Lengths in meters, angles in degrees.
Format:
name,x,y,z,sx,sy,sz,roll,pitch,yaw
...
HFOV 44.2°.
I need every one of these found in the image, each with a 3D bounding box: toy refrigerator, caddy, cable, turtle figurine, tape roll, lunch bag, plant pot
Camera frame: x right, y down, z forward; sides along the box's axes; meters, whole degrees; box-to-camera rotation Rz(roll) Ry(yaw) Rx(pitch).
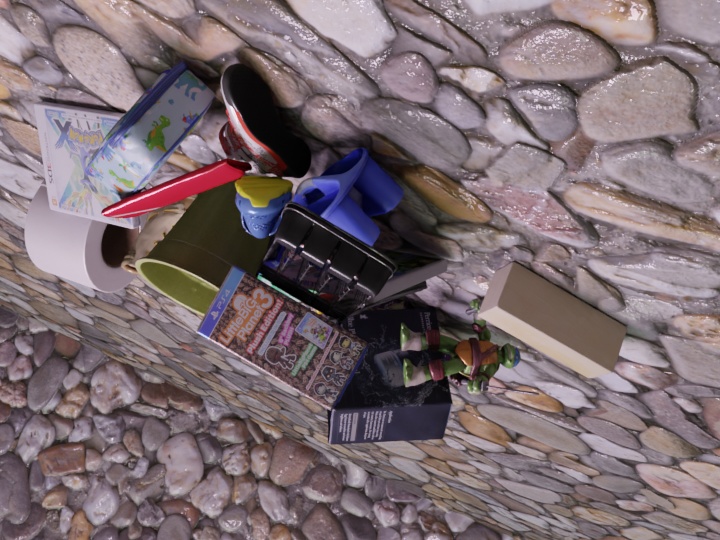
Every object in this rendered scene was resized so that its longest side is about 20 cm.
name,x,y,z,sx,sy,sz,roll,pitch,yaw
toy refrigerator,0.276,0.074,1.278,0.199,0.076,0.070,29,159,-10
caddy,-0.036,-0.083,1.161,0.105,0.142,0.200,38,156,-16
cable,0.007,0.033,1.319,0.097,0.198,0.051,131,119,-78
turtle figurine,0.162,0.116,1.374,0.192,0.146,0.200,-3,180,-2
tape roll,-0.486,-0.075,1.608,0.138,0.204,0.203,16,157,21
lunch bag,-0.279,-0.184,1.183,0.082,0.161,0.200,43,154,-14
plant pot,-0.222,-0.042,1.403,0.198,0.191,0.200,22,158,9

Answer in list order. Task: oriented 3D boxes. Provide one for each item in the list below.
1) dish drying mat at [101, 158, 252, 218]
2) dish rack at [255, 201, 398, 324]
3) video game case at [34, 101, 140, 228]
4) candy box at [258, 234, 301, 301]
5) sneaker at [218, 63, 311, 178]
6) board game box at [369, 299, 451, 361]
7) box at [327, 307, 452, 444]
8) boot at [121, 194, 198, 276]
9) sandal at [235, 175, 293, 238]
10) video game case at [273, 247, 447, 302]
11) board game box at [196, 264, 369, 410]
name,x,y,z,sx,sy,sz,roll,pitch,yaw
dish drying mat,-0.245,-0.107,1.179,0.198,0.018,0.077,-17,175,19
dish rack,-0.053,0.001,1.109,0.153,0.055,0.200,31,159,-5
video game case,-0.443,-0.172,1.432,0.198,0.022,0.184,13,116,29
candy box,-0.125,0.003,1.556,0.169,0.078,0.199,36,158,-28
sneaker,-0.154,-0.189,1.155,0.107,0.068,0.202,8,156,32
board game box,0.080,0.109,1.645,0.119,0.033,0.200,4,150,35
box,0.039,0.176,1.496,0.198,0.198,0.118,-2,140,-7
boot,-0.325,-0.055,1.536,0.199,0.157,0.073,6,152,41
sandal,-0.131,-0.085,1.206,0.079,0.088,0.200,4,-174,-3
video game case,0.000,0.000,1.290,0.181,0.022,0.199,10,-163,34
board game box,-0.096,0.090,1.178,0.199,0.097,0.159,29,176,5
